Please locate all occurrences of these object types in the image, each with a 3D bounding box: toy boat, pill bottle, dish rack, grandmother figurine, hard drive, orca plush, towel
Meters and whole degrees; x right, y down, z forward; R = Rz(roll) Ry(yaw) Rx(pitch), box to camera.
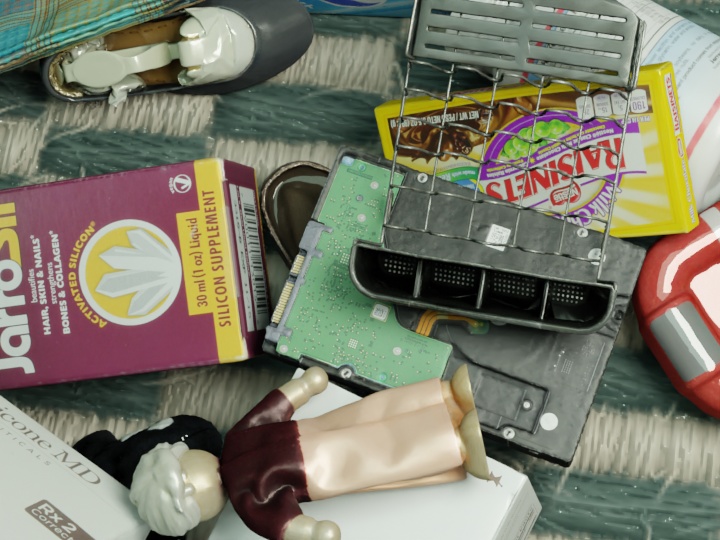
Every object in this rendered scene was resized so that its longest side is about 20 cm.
[{"bbox_3d":[0.264,-0.002,0.933,0.200,0.131,0.131,-32,78,0],"label":"toy boat"},{"bbox_3d":[0.158,-0.127,1.013,0.200,0.109,0.109,33,81,19],"label":"pill bottle"},{"bbox_3d":[0.084,-0.072,0.908,0.153,0.055,0.200,10,93,9],"label":"dish rack"},{"bbox_3d":[-0.031,0.109,0.875,0.200,0.061,0.121,-12,34,3],"label":"grandmother figurine"},{"bbox_3d":[0.056,0.021,0.953,0.200,0.038,0.140,19,78,10],"label":"hard drive"},{"bbox_3d":[-0.184,0.153,1.007,0.200,0.071,0.105,-21,69,4],"label":"orca plush"},{"bbox_3d":[-0.207,-0.204,1.121,0.200,0.022,0.147,-18,41,7],"label":"towel"}]

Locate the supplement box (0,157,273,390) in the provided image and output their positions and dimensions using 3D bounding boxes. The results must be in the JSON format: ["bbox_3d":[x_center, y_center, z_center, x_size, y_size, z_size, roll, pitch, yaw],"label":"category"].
[{"bbox_3d":[-0.165,0.004,1.020,0.200,0.103,0.131,-8,89,9],"label":"supplement box"}]

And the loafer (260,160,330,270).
[{"bbox_3d":[0.000,0.000,1.021,0.073,0.071,0.200,-37,69,-3],"label":"loafer"}]

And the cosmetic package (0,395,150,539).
[{"bbox_3d":[-0.251,0.175,0.857,0.165,0.200,0.165,34,107,13],"label":"cosmetic package"}]

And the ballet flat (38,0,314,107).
[{"bbox_3d":[-0.133,-0.150,1.095,0.200,0.073,0.073,-6,71,11],"label":"ballet flat"}]

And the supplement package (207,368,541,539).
[{"bbox_3d":[-0.006,0.188,0.940,0.156,0.111,0.200,24,78,17],"label":"supplement package"}]

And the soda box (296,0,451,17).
[{"bbox_3d":[-0.001,-0.221,1.098,0.200,0.064,0.068,5,73,13],"label":"soda box"}]

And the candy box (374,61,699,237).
[{"bbox_3d":[0.107,-0.067,0.984,0.200,0.026,0.102,-4,107,33],"label":"candy box"}]
